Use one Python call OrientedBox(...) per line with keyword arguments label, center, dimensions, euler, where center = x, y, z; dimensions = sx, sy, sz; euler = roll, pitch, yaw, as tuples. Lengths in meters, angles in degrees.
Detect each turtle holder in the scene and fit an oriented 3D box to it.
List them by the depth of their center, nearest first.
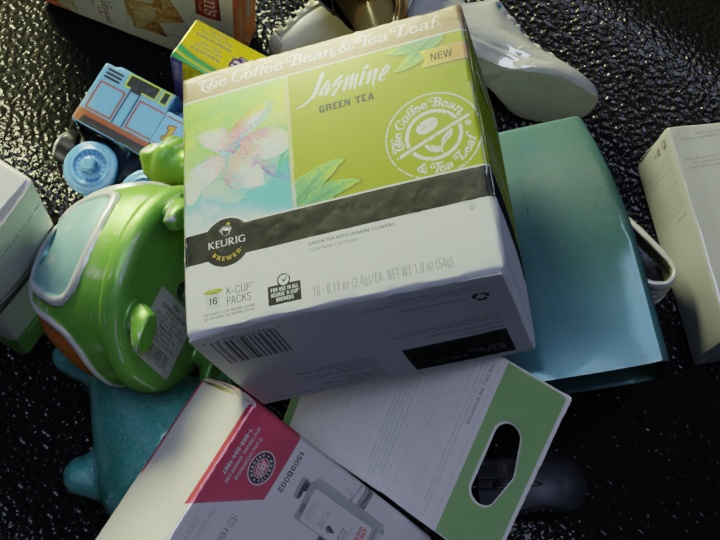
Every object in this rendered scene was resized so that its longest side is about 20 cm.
OrientedBox(label="turtle holder", center=(-0.163, -0.010, 0.733), dimensions=(0.131, 0.141, 0.187), euler=(9, 93, 26))

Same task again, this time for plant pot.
OrientedBox(label="plant pot", center=(0.151, -0.007, 0.803), dimensions=(0.140, 0.141, 0.202), euler=(-10, 76, 12))

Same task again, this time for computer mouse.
OrientedBox(label="computer mouse", center=(0.088, 0.172, 0.817), dimensions=(0.198, 0.034, 0.059), euler=(1, 70, -5))

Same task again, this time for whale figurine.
OrientedBox(label="whale figurine", center=(-0.160, 0.114, 0.774), dimensions=(0.159, 0.104, 0.200), euler=(-32, 74, -16))

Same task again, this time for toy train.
OrientedBox(label="toy train", center=(-0.158, -0.083, 0.851), dimensions=(0.199, 0.087, 0.115), euler=(28, 81, 5))

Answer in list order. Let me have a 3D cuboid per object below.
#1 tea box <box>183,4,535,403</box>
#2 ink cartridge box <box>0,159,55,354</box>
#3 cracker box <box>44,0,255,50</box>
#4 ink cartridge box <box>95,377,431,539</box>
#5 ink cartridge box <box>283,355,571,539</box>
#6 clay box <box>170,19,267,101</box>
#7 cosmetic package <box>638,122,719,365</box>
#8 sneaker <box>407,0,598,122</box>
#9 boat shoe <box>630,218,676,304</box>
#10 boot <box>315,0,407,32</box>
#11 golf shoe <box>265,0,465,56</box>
OrientedBox(label="tea box", center=(-0.002, -0.039, 0.675), dimensions=(0.199, 0.134, 0.198), euler=(-13, 62, 12))
OrientedBox(label="ink cartridge box", center=(-0.307, -0.031, 0.761), dimensions=(0.145, 0.200, 0.084), euler=(31, 69, 6))
OrientedBox(label="cracker box", center=(-0.193, -0.264, 0.898), dimensions=(0.199, 0.134, 0.058), euler=(20, 68, 2))
OrientedBox(label="ink cartridge box", center=(-0.063, 0.193, 0.704), dimensions=(0.200, 0.083, 0.147), euler=(43, 71, -31))
OrientedBox(label="ink cartridge box", center=(0.047, 0.098, 0.736), dimensions=(0.199, 0.048, 0.146), euler=(29, 109, 26))
OrientedBox(label="clay box", center=(-0.064, -0.123, 0.868), dimensions=(0.199, 0.115, 0.048), euler=(29, 69, 6))
OrientedBox(label="cosmetic package", center=(0.332, -0.027, 0.894), dimensions=(0.112, 0.081, 0.201), euler=(-5, 71, -8))
OrientedBox(label="sneaker", center=(0.134, -0.203, 0.924), dimensions=(0.199, 0.075, 0.089), euler=(18, 60, -22))
OrientedBox(label="boat shoe", center=(0.192, -0.045, 0.892), dimensions=(0.072, 0.066, 0.200), euler=(-41, 79, -18))
OrientedBox(label="boot", center=(-0.009, -0.223, 0.861), dimensions=(0.096, 0.075, 0.201), euler=(10, 59, -4))
OrientedBox(label="golf shoe", center=(0.015, -0.215, 0.936), dimensions=(0.199, 0.078, 0.098), euler=(-21, 79, -12))
